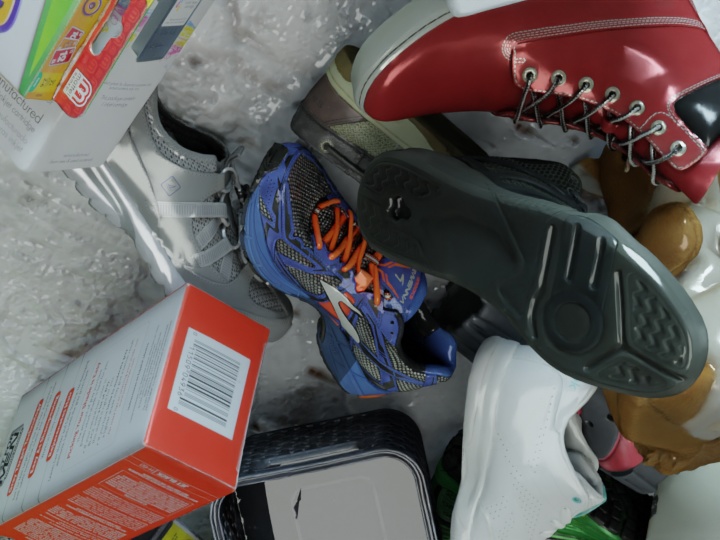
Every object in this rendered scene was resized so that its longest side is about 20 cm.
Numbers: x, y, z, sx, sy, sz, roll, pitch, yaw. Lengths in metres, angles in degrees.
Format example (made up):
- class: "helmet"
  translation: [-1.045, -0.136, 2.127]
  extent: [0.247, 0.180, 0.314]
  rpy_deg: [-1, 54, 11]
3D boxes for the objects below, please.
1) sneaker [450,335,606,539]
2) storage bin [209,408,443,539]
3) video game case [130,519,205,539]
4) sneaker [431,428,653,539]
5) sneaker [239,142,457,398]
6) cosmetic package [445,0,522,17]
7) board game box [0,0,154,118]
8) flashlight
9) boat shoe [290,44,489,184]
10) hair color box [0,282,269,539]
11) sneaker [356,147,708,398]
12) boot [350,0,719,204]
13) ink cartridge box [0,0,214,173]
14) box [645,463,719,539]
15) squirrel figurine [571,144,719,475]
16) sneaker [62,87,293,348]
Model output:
- class: "sneaker"
  translation: [0.106, 0.141, 0.766]
  extent: [0.088, 0.075, 0.202]
  rpy_deg: [10, 119, 17]
- class: "storage bin"
  translation: [-0.009, 0.205, 0.811]
  extent: [0.134, 0.094, 0.202]
  rpy_deg: [-12, 100, 3]
- class: "video game case"
  translation: [-0.151, 0.269, 0.819]
  extent: [0.201, 0.025, 0.181]
  rpy_deg: [-53, 145, -15]
- class: "sneaker"
  translation: [0.136, 0.177, 0.888]
  extent: [0.199, 0.078, 0.086]
  rpy_deg: [22, 123, -12]
- class: "sneaker"
  translation: [0.000, 0.000, 0.729]
  extent: [0.078, 0.076, 0.200]
  rpy_deg: [0, 142, 34]
- class: "cosmetic package"
  translation: [0.083, -0.236, 0.538]
  extent: [0.164, 0.201, 0.166]
  rpy_deg: [-15, 123, 0]
- class: "board game box"
  translation: [-0.173, -0.165, 0.562]
  extent: [0.200, 0.030, 0.096]
  rpy_deg: [43, 111, 13]
- class: "flashlight"
  translation: [0.132, 0.073, 0.824]
  extent: [0.199, 0.068, 0.068]
  rpy_deg: [34, 91, -23]
- class: "boat shoe"
  translation: [0.043, -0.045, 0.731]
  extent: [0.066, 0.072, 0.201]
  rpy_deg: [-40, 115, 21]
- class: "hair color box"
  translation: [-0.139, 0.095, 0.714]
  extent: [0.061, 0.102, 0.199]
  rpy_deg: [31, 140, -27]
- class: "sneaker"
  translation: [0.102, -0.008, 0.626]
  extent: [0.114, 0.199, 0.077]
  rpy_deg: [-9, 119, -45]
- class: "boot"
  translation: [0.105, -0.085, 0.642]
  extent: [0.199, 0.145, 0.073]
  rpy_deg: [-19, 157, -17]
- class: "ink cartridge box"
  translation: [-0.126, -0.160, 0.592]
  extent: [0.117, 0.067, 0.200]
  rpy_deg: [44, 110, 13]
- class: "box"
  translation: [0.233, 0.196, 0.833]
  extent: [0.068, 0.201, 0.082]
  rpy_deg: [-11, 127, 33]
- class: "squirrel figurine"
  translation: [0.186, 0.011, 0.743]
  extent: [0.140, 0.188, 0.200]
  rpy_deg: [-14, 151, -2]
- class: "sneaker"
  translation: [-0.090, -0.033, 0.706]
  extent: [0.082, 0.075, 0.200]
  rpy_deg: [-35, 124, 6]
